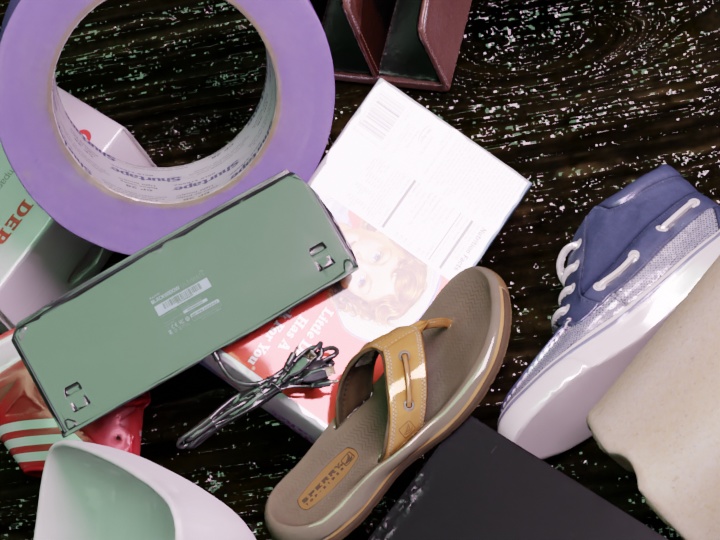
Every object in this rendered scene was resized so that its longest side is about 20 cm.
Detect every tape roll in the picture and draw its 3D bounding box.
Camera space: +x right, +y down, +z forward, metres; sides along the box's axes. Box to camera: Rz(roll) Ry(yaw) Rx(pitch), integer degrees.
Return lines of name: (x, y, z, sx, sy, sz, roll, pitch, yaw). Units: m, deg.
tape roll: (-0.117, -0.114, 1.444, 0.199, 0.201, 0.085, -25, 18, 2)

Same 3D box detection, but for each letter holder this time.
letter holder: (0.018, -0.239, 1.548, 0.100, 0.142, 0.201, 7, 68, 18)

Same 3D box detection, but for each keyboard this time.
keyboard: (-0.090, 0.038, 1.407, 0.199, 0.021, 0.127, -30, 76, -3)

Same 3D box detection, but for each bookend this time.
bookend: (0.085, 0.217, 1.333, 0.200, 0.092, 0.199, 30, 76, 33)

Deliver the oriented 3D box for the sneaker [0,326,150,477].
sneaker: (-0.135, 0.062, 1.505, 0.199, 0.078, 0.116, -30, 78, 2)

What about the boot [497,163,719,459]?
boot: (0.142, 0.025, 1.444, 0.200, 0.073, 0.090, -37, 55, -13)

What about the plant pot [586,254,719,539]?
plant pot: (0.232, 0.069, 1.339, 0.183, 0.200, 0.201, -43, 62, 5)

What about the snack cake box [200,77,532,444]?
snack cake box: (0.000, 0.000, 1.466, 0.115, 0.067, 0.200, 35, 78, 0)

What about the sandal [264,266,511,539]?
sandal: (0.012, 0.073, 1.375, 0.200, 0.054, 0.080, -47, 34, -8)

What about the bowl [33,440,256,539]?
bowl: (-0.117, 0.204, 1.360, 0.199, 0.074, 0.201, 17, 102, 59)

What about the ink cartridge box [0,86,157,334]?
ink cartridge box: (-0.254, -0.065, 1.573, 0.200, 0.086, 0.147, 30, 76, 26)
